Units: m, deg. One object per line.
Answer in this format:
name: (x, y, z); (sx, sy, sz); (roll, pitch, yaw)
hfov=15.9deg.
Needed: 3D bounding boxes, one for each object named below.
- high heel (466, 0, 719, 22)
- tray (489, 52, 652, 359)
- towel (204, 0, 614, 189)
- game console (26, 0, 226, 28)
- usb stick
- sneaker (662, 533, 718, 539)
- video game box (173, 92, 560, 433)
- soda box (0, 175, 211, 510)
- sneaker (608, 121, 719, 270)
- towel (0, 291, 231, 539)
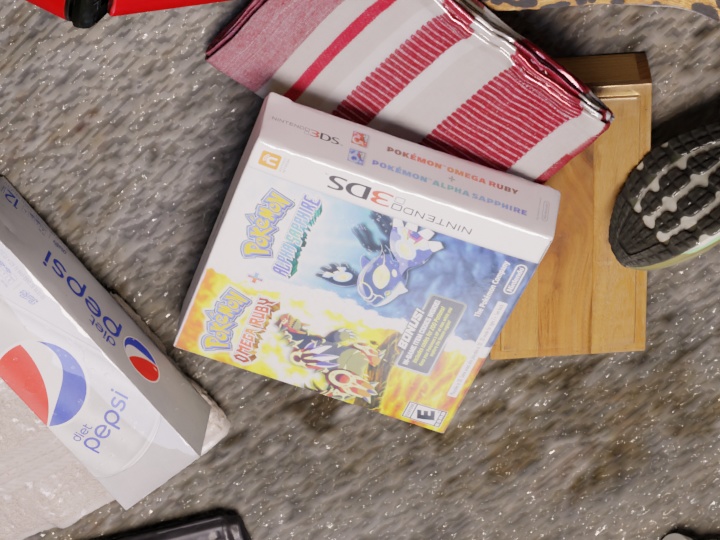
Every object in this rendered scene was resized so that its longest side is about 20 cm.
high heel: (0.152, -0.157, 1.445); (0.200, 0.072, 0.142); (33, 129, -25)
tray: (0.124, -0.035, 1.551); (0.098, 0.037, 0.201); (-4, 127, 0)
towel: (0.027, -0.104, 1.466); (0.200, 0.023, 0.144); (35, 132, -16)
game console: (-0.131, -0.245, 1.386); (0.172, 0.119, 0.201); (27, 128, 16)
usb stick: (-0.170, 0.205, 1.726); (0.199, 0.033, 0.056); (-14, 120, 9)
sneaker: (0.225, 0.267, 1.771); (0.080, 0.077, 0.201); (5, 130, -19)
video game box: (0.000, 0.000, 1.530); (0.181, 0.047, 0.200); (19, 137, -5)
soda box: (-0.178, 0.045, 1.547); (0.063, 0.068, 0.200); (-35, 108, 18)
sneaker: (0.240, -0.051, 1.509); (0.200, 0.077, 0.089); (-32, 140, 5)
towel: (-0.200, 0.101, 1.642); (0.199, 0.035, 0.133); (-28, 125, 17)
